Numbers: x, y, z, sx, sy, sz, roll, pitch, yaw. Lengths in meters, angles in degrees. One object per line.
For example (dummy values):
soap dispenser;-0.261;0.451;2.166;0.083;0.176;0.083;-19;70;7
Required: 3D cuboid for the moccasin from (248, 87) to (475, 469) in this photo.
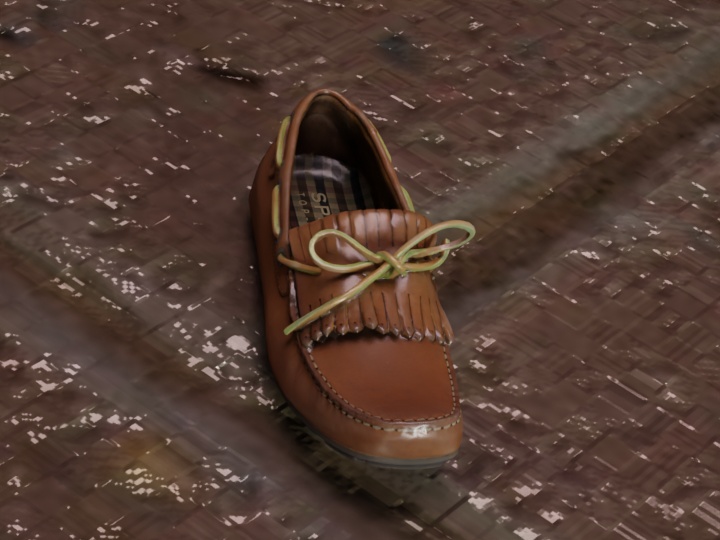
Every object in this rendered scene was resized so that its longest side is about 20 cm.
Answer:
moccasin;0.002;0.000;0.930;0.074;0.078;0.201;6;36;-12
